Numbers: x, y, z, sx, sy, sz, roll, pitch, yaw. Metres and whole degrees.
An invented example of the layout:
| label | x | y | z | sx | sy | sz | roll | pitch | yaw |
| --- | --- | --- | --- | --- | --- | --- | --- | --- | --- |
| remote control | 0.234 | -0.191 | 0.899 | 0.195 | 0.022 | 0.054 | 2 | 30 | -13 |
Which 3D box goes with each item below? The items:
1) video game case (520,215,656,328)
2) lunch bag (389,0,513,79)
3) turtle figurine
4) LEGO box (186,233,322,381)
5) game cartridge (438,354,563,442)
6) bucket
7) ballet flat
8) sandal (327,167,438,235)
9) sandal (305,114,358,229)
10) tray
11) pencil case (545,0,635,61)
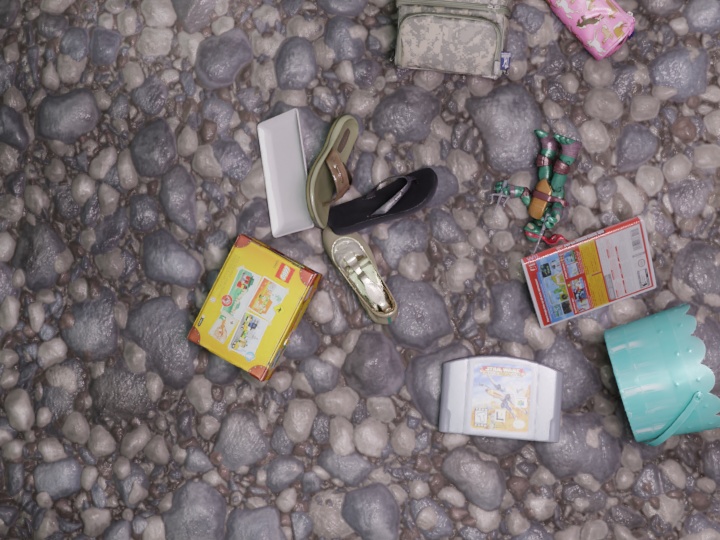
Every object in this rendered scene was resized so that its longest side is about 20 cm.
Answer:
| label | x | y | z | sx | sy | sz | roll | pitch | yaw |
| --- | --- | --- | --- | --- | --- | --- | --- | --- | --- |
| video game case | 0.365 | 0.005 | 1.426 | 0.198 | 0.018 | 0.144 | -20 | 126 | 6 |
| lunch bag | 0.153 | -0.406 | 1.460 | 0.197 | 0.139 | 0.170 | 8 | 105 | 8 |
| turtle figurine | 0.289 | -0.121 | 1.448 | 0.149 | 0.100 | 0.202 | 26 | 102 | 47 |
| LEGO box | -0.176 | 0.061 | 1.506 | 0.148 | 0.077 | 0.202 | 28 | 91 | 7 |
| game cartridge | 0.230 | 0.207 | 1.470 | 0.197 | 0.042 | 0.135 | 3 | 92 | 7 |
| bucket | 0.460 | 0.160 | 1.362 | 0.133 | 0.207 | 0.210 | -17 | 86 | 16 |
| ballet flat | 0.000 | 0.000 | 1.492 | 0.069 | 0.069 | 0.201 | -35 | 84 | 5 |
| sandal | 0.038 | -0.116 | 1.483 | 0.198 | 0.043 | 0.076 | -25 | 49 | 1 |
| sandal | -0.039 | -0.166 | 1.479 | 0.057 | 0.080 | 0.203 | 13 | 76 | 25 |
| tray | -0.122 | -0.164 | 1.518 | 0.107 | 0.022 | 0.203 | -12 | 85 | 42 |
| pencil case | 0.360 | -0.440 | 1.457 | 0.086 | 0.083 | 0.200 | -39 | 83 | -2 |
